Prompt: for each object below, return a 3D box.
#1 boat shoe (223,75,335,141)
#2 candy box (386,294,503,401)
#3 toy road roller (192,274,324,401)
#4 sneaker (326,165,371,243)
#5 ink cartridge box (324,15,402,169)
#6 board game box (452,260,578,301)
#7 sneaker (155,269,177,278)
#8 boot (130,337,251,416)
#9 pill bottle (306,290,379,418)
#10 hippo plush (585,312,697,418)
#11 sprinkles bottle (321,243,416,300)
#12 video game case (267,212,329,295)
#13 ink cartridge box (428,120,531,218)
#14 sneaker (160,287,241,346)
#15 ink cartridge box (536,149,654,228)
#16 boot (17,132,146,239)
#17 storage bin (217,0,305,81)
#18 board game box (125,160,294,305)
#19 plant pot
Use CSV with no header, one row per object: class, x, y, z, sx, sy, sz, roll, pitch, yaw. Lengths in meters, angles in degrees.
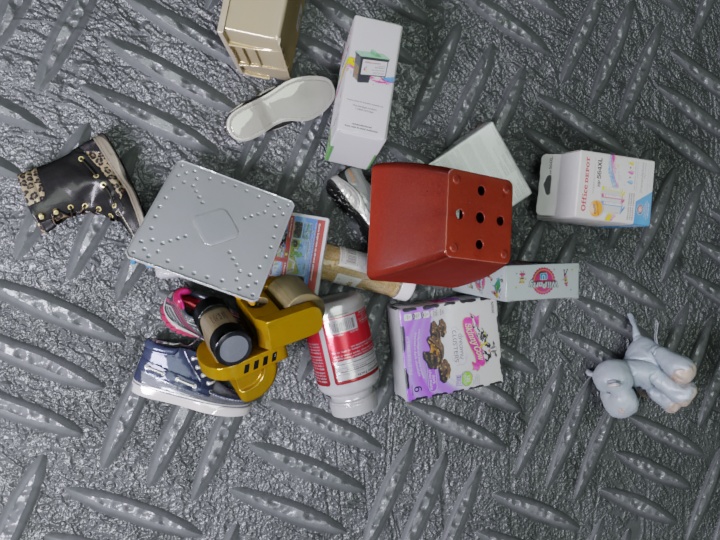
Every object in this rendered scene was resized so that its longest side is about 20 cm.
boat shoe,-0.138,-0.274,1.075,0.199,0.060,0.074,-30,115,-13
candy box,0.159,0.138,1.184,0.198,0.071,0.170,-8,95,-17
toy road roller,-0.154,0.108,0.983,0.199,0.123,0.147,-21,122,-22
sneaker,0.027,-0.101,1.132,0.079,0.074,0.201,-42,104,-17
ink cartridge box,0.003,-0.292,1.057,0.083,0.145,0.202,10,79,-9
board game box,0.274,0.015,1.149,0.146,0.200,0.065,-2,94,-18
sneaker,-0.240,-0.058,1.022,0.198,0.075,0.116,-11,88,3
boot,-0.267,0.176,1.045,0.198,0.073,0.091,16,93,-17
pill bottle,-0.031,0.145,1.102,0.111,0.112,0.202,-15,97,-17
hippo plush,0.559,0.215,1.274,0.160,0.159,0.202,-20,99,-17
sprinkles bottle,0.000,0.000,1.128,0.198,0.068,0.069,14,88,-18
video game case,-0.160,-0.032,1.064,0.198,0.017,0.145,9,90,4
ink cartridge box,0.203,-0.162,1.212,0.199,0.050,0.163,-32,103,4
sneaker,-0.228,0.094,1.040,0.199,0.075,0.081,25,55,-19
ink cartridge box,0.446,-0.156,1.238,0.198,0.125,0.130,4,91,-19
boot,-0.419,-0.096,0.979,0.150,0.073,0.201,-25,92,-15
storage bin,-0.142,-0.427,0.999,0.093,0.199,0.202,11,89,-1
board game box,-0.221,-0.060,0.968,0.198,0.026,0.201,20,54,-5
plant pot,0.143,-0.080,1.055,0.198,0.176,0.202,6,85,-30
